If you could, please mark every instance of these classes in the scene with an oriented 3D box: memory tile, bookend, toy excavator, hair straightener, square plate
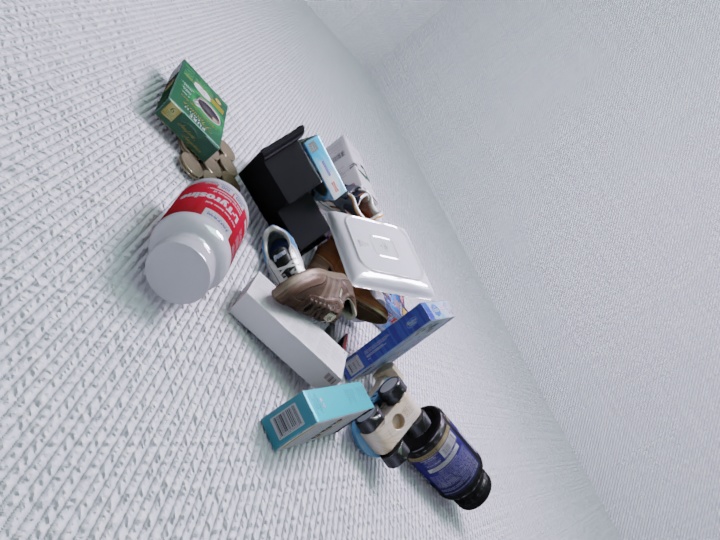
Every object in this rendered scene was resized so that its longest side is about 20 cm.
[{"bbox_3d":[-0.278,-0.204,1.173,0.153,0.017,0.203,41,23,-42],"label":"memory tile"},{"bbox_3d":[-0.117,-0.132,1.171,0.202,0.091,0.199,59,-20,-8],"label":"bookend"},{"bbox_3d":[0.040,0.240,1.147,0.194,0.199,0.101,-45,105,-27],"label":"toy excavator"},{"bbox_3d":[-0.069,0.149,1.114,0.077,0.041,0.201,40,26,-12],"label":"hair straightener"},{"bbox_3d":[0.041,-0.035,1.229,0.194,0.029,0.203,12,40,-32],"label":"square plate"}]

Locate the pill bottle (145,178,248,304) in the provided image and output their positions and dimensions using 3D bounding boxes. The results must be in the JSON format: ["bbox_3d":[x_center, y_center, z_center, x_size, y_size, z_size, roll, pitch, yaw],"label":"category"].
[{"bbox_3d":[-0.222,-0.042,0.878,0.113,0.111,0.201,49,19,-21],"label":"pill bottle"}]

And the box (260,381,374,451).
[{"bbox_3d":[-0.057,0.210,0.943,0.050,0.081,0.199,60,17,17],"label":"box"}]

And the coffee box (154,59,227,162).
[{"bbox_3d":[-0.301,-0.292,1.160,0.123,0.044,0.202,46,20,-32],"label":"coffee box"}]

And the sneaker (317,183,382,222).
[{"bbox_3d":[-0.030,-0.151,1.359,0.199,0.080,0.078,40,40,11],"label":"sneaker"}]

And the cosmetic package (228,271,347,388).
[{"bbox_3d":[-0.109,0.099,1.004,0.200,0.051,0.083,44,22,-11],"label":"cosmetic package"}]

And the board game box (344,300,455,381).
[{"bbox_3d":[0.076,0.133,1.247,0.044,0.198,0.198,56,16,14],"label":"board game box"}]

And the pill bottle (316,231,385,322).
[{"bbox_3d":[-0.017,0.003,1.366,0.112,0.111,0.203,31,31,-54],"label":"pill bottle"}]

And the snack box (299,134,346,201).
[{"bbox_3d":[-0.107,-0.193,1.245,0.199,0.037,0.118,9,-49,62],"label":"snack box"}]

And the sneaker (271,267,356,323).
[{"bbox_3d":[-0.061,0.046,1.028,0.198,0.070,0.077,-2,60,-60],"label":"sneaker"}]

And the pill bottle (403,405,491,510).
[{"bbox_3d":[0.167,0.366,1.238,0.201,0.111,0.113,50,18,-21],"label":"pill bottle"}]

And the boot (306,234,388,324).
[{"bbox_3d":[0.000,0.000,1.265,0.197,0.156,0.074,33,-28,8],"label":"boot"}]

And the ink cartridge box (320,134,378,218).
[{"bbox_3d":[-0.054,-0.210,1.583,0.084,0.144,0.203,39,25,-46],"label":"ink cartridge box"}]

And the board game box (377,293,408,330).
[{"bbox_3d":[0.056,0.071,1.534,0.201,0.061,0.201,51,18,-21],"label":"board game box"}]

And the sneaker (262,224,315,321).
[{"bbox_3d":[-0.125,0.007,1.122,0.202,0.071,0.073,60,3,30],"label":"sneaker"}]
